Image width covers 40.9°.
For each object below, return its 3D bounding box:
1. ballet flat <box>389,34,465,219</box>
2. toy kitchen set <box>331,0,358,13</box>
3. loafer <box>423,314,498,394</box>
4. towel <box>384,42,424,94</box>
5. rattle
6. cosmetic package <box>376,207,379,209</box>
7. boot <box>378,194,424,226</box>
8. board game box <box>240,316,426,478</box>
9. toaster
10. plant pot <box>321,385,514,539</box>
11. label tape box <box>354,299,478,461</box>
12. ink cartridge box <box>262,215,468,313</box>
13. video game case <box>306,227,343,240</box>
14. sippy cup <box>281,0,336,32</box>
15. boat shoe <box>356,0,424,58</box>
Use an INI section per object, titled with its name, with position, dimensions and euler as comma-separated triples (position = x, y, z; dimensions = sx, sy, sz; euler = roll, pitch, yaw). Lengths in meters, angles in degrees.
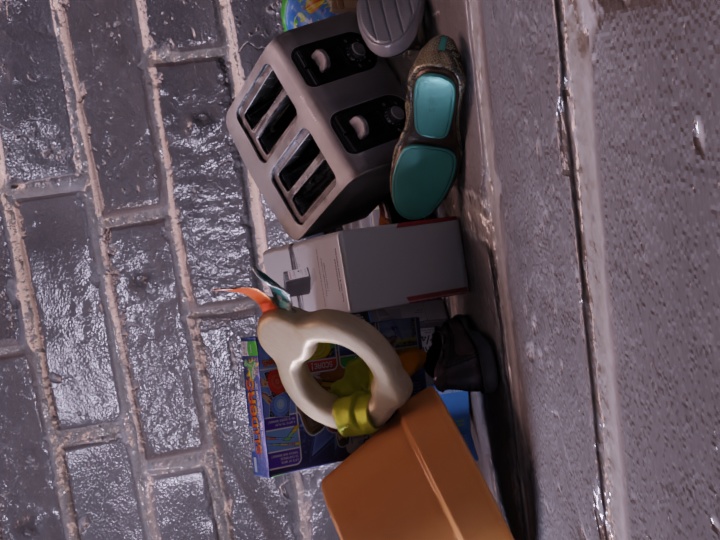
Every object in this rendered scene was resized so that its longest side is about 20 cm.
[ballet flat]
position = 0.070, -0.138, 0.926
dimensions = 0.201, 0.067, 0.076
euler = 96, -172, -50
[toy kitchen set]
position = -0.069, -0.411, 1.188
dimensions = 0.163, 0.179, 0.202
euler = 65, -154, -81
[loafer]
position = 0.090, 0.088, 0.995
dimensions = 0.200, 0.062, 0.072
euler = -151, 51, -84
[towel]
position = 0.007, -0.199, 1.099
dimensions = 0.199, 0.034, 0.133
euler = 24, 126, 43
[rattle]
position = -0.028, 0.047, 0.919
dimensions = 0.200, 0.143, 0.130
euler = 41, 145, 1
[cosmetic package]
position = 0.009, -0.157, 1.289
dimensions = 0.200, 0.104, 0.072
euler = 88, 171, -65
[boot]
position = 0.031, -0.055, 1.210
dimensions = 0.189, 0.068, 0.200
euler = 69, 157, 7
[board game box]
position = -0.020, 0.124, 0.982
dimensions = 0.034, 0.199, 0.137
euler = -9, 86, 56
[toaster]
position = -0.041, -0.151, 1.058
dimensions = 0.182, 0.118, 0.200
euler = 61, 143, 10
[plant pot]
position = 0.054, 0.231, 0.917
dimensions = 0.201, 0.139, 0.200
euler = 62, 178, 3
[label tape box]
position = 0.047, 0.128, 1.109
dimensions = 0.064, 0.143, 0.201
euler = 89, 170, -46
[ink cartridge box]
position = 0.000, 0.000, 1.044
dimensions = 0.200, 0.143, 0.084
euler = -8, 91, 62
[video game case]
position = -0.052, -0.070, 1.255
dimensions = 0.181, 0.025, 0.201
euler = -94, -15, -62
[sippy cup]
position = -0.029, -0.342, 1.339
dimensions = 0.178, 0.139, 0.131
euler = 54, -178, -39
[boat shoe]
position = 0.036, -0.290, 1.035
dimensions = 0.062, 0.071, 0.201
euler = 67, -162, -50
